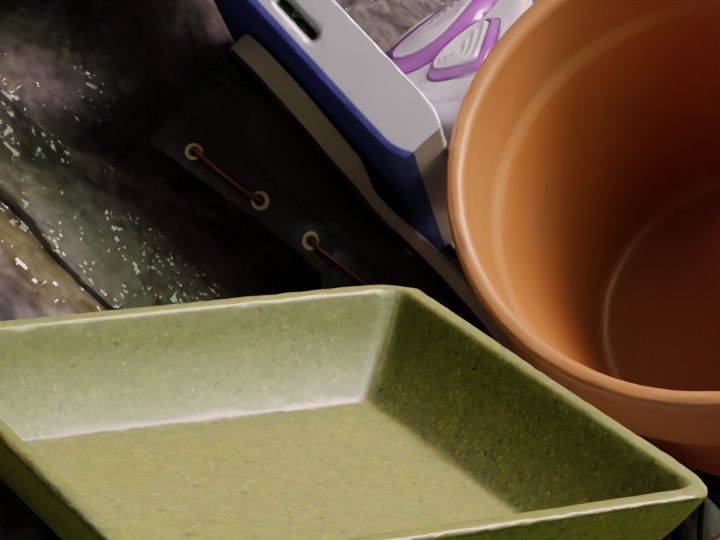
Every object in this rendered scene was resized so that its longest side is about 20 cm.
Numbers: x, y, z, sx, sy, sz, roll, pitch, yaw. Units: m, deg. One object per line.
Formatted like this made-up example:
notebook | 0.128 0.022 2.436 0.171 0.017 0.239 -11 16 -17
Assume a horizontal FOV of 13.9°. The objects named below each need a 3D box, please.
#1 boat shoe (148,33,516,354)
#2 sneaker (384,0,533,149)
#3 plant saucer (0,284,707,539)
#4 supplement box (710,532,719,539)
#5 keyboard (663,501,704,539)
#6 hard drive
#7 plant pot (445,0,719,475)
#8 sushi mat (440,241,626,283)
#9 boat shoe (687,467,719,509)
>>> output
boat shoe | -0.001 0.000 1.169 0.201 0.063 0.074 47 -4 -13
sneaker | 0.058 -0.068 1.248 0.100 0.075 0.200 53 -1 -3
plant saucer | -0.023 0.066 0.962 0.200 0.048 0.200 -6 22 -29
supplement box | 0.173 0.170 0.960 0.200 0.110 0.086 51 -13 11
keyboard | 0.111 0.084 1.166 0.200 0.040 0.104 -98 164 -62
hard drive | -0.013 -0.077 1.169 0.132 0.025 0.200 47 -3 10
plant pot | 0.143 -0.010 1.122 0.140 0.200 0.200 63 1 -60
sushi mat | 0.141 -0.010 1.274 0.200 0.012 0.096 -4 10 -23
boat shoe | 0.159 0.047 1.307 0.075 0.093 0.200 38 2 -4
